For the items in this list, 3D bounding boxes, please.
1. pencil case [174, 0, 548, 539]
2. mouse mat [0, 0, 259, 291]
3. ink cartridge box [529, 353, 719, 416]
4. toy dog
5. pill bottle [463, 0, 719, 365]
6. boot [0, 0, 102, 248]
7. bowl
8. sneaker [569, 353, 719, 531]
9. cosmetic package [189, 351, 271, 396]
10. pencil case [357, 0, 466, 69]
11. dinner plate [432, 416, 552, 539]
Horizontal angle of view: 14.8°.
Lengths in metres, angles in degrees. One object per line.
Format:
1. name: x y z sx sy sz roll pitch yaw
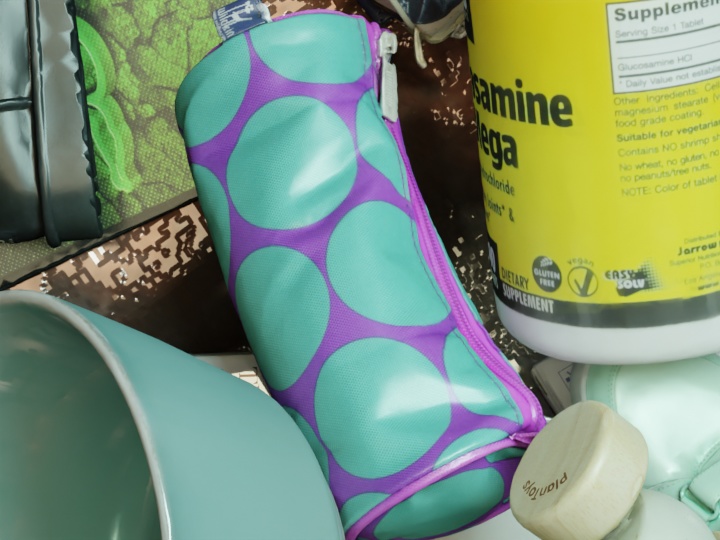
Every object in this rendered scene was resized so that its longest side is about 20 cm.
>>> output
1. pencil case: 0.000 0.000 1.003 0.092 0.085 0.201 -31 66 20
2. mouse mat: -0.127 -0.108 1.081 0.160 0.008 0.201 -25 89 -1
3. ink cartridge box: 0.180 0.037 1.059 0.199 0.042 0.120 -32 79 1
4. toy dog: 0.062 0.147 0.912 0.131 0.096 0.201 18 103 -14
5. pill bottle: 0.094 -0.077 0.979 0.112 0.113 0.201 -7 109 -1
6. boot: -0.185 -0.086 1.028 0.162 0.073 0.199 -6 81 -4
7. bowl: -0.078 0.109 0.952 0.105 0.200 0.202 3 89 -38
8. sneaker: 0.160 0.079 0.967 0.074 0.118 0.200 -39 77 -19
9. cosmetic package: -0.028 0.131 1.057 0.082 0.051 0.201 -2 89 -3
10. pencil case: 0.079 -0.163 1.049 0.199 0.078 0.090 -31 101 -1
11. dinner plate: 0.049 0.152 1.015 0.199 0.024 0.201 0 78 -2
